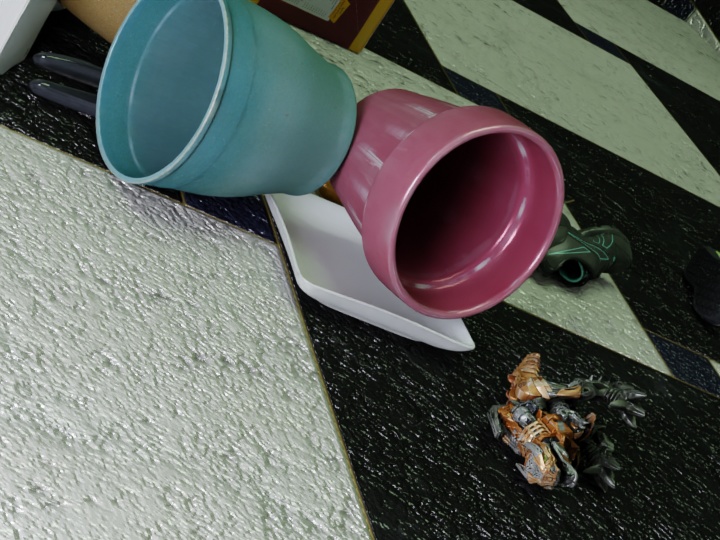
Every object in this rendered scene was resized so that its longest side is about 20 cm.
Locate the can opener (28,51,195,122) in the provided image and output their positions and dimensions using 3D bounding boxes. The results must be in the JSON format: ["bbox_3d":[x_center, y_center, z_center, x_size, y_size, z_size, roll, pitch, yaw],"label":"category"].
[{"bbox_3d":[-0.234,-0.166,1.670,0.200,0.079,0.063,9,71,-42],"label":"can opener"}]

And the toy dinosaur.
[{"bbox_3d":[0.179,0.130,1.571,0.136,0.102,0.200,11,48,-11],"label":"toy dinosaur"}]

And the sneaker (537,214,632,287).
[{"bbox_3d":[0.260,-0.013,2.050,0.200,0.075,0.079,12,51,-45],"label":"sneaker"}]

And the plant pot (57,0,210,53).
[{"bbox_3d":[-0.241,-0.316,1.704,0.200,0.186,0.186,25,23,-20],"label":"plant pot"}]

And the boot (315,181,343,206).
[{"bbox_3d":[0.062,-0.088,1.782,0.201,0.144,0.071,27,52,-24],"label":"boot"}]

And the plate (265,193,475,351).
[{"bbox_3d":[0.000,0.000,1.665,0.200,0.032,0.200,23,24,-27],"label":"plate"}]

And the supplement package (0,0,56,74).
[{"bbox_3d":[-0.389,-0.284,1.593,0.200,0.120,0.121,33,20,-3],"label":"supplement package"}]

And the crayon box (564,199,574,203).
[{"bbox_3d":[0.142,-0.087,1.939,0.200,0.127,0.051,-2,81,-59],"label":"crayon box"}]

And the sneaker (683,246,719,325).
[{"bbox_3d":[0.488,0.025,2.271,0.083,0.072,0.200,32,21,-9],"label":"sneaker"}]

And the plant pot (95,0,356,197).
[{"bbox_3d":[-0.114,-0.154,1.603,0.188,0.200,0.200,17,26,-40],"label":"plant pot"}]

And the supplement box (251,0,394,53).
[{"bbox_3d":[-0.048,-0.437,2.320,0.200,0.197,0.133,20,25,-34],"label":"supplement box"}]

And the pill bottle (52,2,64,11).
[{"bbox_3d":[-0.343,-0.337,1.786,0.200,0.111,0.111,17,27,-37],"label":"pill bottle"}]

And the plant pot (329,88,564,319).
[{"bbox_3d":[0.065,-0.082,1.636,0.200,0.200,0.179,15,19,-40],"label":"plant pot"}]
